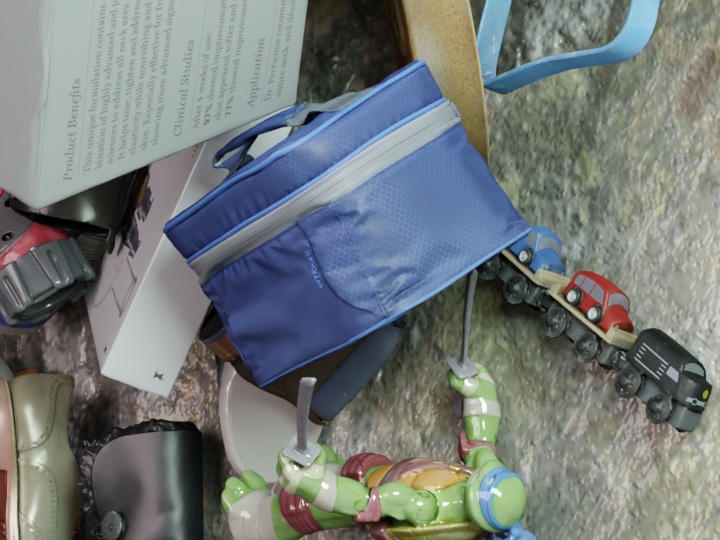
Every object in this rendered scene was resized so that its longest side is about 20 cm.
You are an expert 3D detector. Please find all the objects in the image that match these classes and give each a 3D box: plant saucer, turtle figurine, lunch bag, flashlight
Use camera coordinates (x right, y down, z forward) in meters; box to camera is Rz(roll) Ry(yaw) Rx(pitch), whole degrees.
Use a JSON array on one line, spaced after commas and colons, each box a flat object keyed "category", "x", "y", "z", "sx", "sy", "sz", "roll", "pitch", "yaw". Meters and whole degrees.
[{"category": "plant saucer", "x": 0.037, "y": -0.149, "z": 1.606, "sx": 0.035, "sy": 0.200, "sz": 0.201, "roll": -12, "pitch": 65, "yaw": -3}, {"category": "turtle figurine", "x": 0.006, "y": 0.095, "z": 1.602, "sx": 0.194, "sy": 0.200, "sz": 0.144, "roll": -17, "pitch": 34, "yaw": 47}, {"category": "lunch bag", "x": -0.018, "y": -0.031, "z": 1.557, "sx": 0.133, "sy": 0.136, "sz": 0.200, "roll": 60, "pitch": 146, "yaw": -1}, {"category": "flashlight", "x": -0.247, "y": -0.063, "z": 1.787, "sx": 0.068, "sy": 0.068, "sz": 0.200, "roll": -32, "pitch": 80, "yaw": 3}]

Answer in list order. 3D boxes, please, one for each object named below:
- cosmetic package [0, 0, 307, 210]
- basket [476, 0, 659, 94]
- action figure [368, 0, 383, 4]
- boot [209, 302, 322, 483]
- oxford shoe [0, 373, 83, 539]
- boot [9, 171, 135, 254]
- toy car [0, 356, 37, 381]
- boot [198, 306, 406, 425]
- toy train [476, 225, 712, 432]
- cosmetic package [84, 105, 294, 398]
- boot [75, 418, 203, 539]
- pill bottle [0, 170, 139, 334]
[{"category": "cosmetic package", "x": -0.150, "y": -0.165, "z": 1.501, "sx": 0.166, "sy": 0.200, "sz": 0.168, "roll": 33, "pitch": 129, "yaw": 32}, {"category": "basket", "x": 0.127, "y": -0.204, "z": 1.533, "sx": 0.176, "sy": 0.139, "sz": 0.201, "roll": -6, "pitch": 66, "yaw": 62}, {"category": "action figure", "x": 0.049, "y": -0.254, "z": 1.682, "sx": 0.200, "sy": 0.118, "sz": 0.055, "roll": -33, "pitch": 46, "yaw": 27}, {"category": "boot", "x": -0.064, "y": 0.034, "z": 1.752, "sx": 0.090, "sy": 0.073, "sz": 0.201, "roll": 178, "pitch": 99, "yaw": -68}, {"category": "oxford shoe", "x": -0.210, "y": 0.167, "z": 1.861, "sx": 0.071, "sy": 0.074, "sz": 0.201, "roll": -160, "pitch": 62, "yaw": -74}, {"category": "boot", "x": -0.226, "y": -0.102, "z": 1.744, "sx": 0.199, "sy": 0.077, "sz": 0.139, "roll": 15, "pitch": 79, "yaw": 7}, {"category": "toy car", "x": -0.315, "y": 0.105, "z": 1.923, "sx": 0.199, "sy": 0.177, "sz": 0.185, "roll": -15, "pitch": 103, "yaw": 17}, {"category": "boot", "x": 0.000, "y": 0.000, "z": 1.693, "sx": 0.200, "sy": 0.097, "sz": 0.075, "roll": -46, "pitch": 17, "yaw": -5}, {"category": "toy train", "x": 0.131, "y": 0.025, "z": 1.563, "sx": 0.200, "sy": 0.034, "sz": 0.046, "roll": 42, "pitch": 107, "yaw": 43}, {"category": "cosmetic package", "x": -0.109, "y": -0.040, "z": 1.725, "sx": 0.200, "sy": 0.052, "sz": 0.151, "roll": -65, "pitch": 19, "yaw": 13}, {"category": "boot", "x": -0.118, "y": 0.178, "z": 1.754, "sx": 0.200, "sy": 0.076, "sz": 0.169, "roll": -12, "pitch": 76, "yaw": 51}, {"category": "pill bottle", "x": -0.202, "y": -0.055, "z": 1.871, "sx": 0.200, "sy": 0.114, "sz": 0.114, "roll": -43, "pitch": 53, "yaw": 31}]
